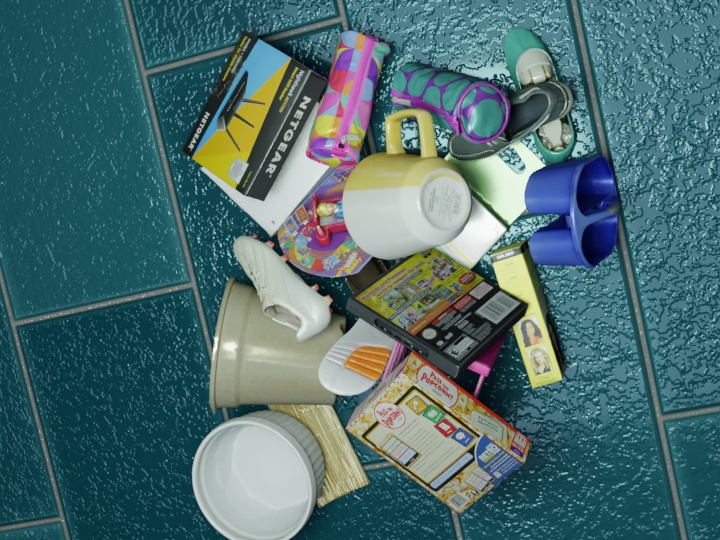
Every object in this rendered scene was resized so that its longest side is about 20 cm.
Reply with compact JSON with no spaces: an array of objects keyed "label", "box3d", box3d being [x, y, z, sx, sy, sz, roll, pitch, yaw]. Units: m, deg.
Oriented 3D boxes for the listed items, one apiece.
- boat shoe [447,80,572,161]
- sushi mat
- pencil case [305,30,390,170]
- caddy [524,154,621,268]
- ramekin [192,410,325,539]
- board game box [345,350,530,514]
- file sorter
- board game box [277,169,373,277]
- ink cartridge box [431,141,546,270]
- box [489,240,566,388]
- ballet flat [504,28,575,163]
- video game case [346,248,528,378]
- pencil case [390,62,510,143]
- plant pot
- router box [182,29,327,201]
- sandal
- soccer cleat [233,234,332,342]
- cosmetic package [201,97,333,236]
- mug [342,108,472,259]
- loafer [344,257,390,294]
[{"label":"boat shoe","box3d":[0.194,-0.204,1.559,0.199,0.062,0.074,-22,90,34]},{"label":"sushi mat","box3d":[-0.068,0.262,1.769,0.095,0.012,0.202,-26,91,17]},{"label":"pencil case","box3d":[-0.017,-0.240,1.614,0.087,0.088,0.202,10,75,12]},{"label":"caddy","box3d":[0.301,-0.081,1.544,0.104,0.200,0.143,-2,103,29]},{"label":"ramekin","box3d":[-0.148,0.311,1.739,0.198,0.105,0.203,4,101,18]},{"label":"board game box","box3d":[0.101,0.218,1.500,0.199,0.046,0.152,38,130,-6]},{"label":"file sorter","box3d":[0.112,0.138,1.614,0.138,0.200,0.127,23,106,8]},{"label":"board game box","box3d":[-0.027,-0.083,1.629,0.157,0.039,0.200,30,68,32]},{"label":"ink cartridge box","box3d":[0.164,-0.110,1.644,0.145,0.048,0.200,44,107,5]},{"label":"box","box3d":[0.244,0.061,1.636,0.050,0.075,0.202,-18,95,17]},{"label":"ballet flat","box3d":[0.257,-0.249,1.588,0.067,0.070,0.202,-19,93,2]},{"label":"video game case","box3d":[0.108,0.050,1.550,0.180,0.200,0.026,31,128,21]},{"label":"pencil case","box3d":[0.119,-0.232,1.562,0.092,0.200,0.086,-22,115,-21]},{"label":"plant pot","box3d":[-0.116,0.121,1.684,0.181,0.201,0.203,7,100,0]},{"label":"router box","box3d":[-0.154,-0.223,1.633,0.149,0.051,0.201,34,100,31]},{"label":"sandal","box3d":[0.007,0.117,1.605,0.079,0.207,0.059,32,135,8]},{"label":"soccer cleat","box3d":[-0.124,0.022,1.613,0.077,0.070,0.200,-39,62,-23]},{"label":"cosmetic package","box3d":[-0.120,-0.176,1.699,0.151,0.052,0.200,44,105,6]},{"label":"mug","box3d":[0.065,-0.106,1.530,0.149,0.153,0.188,-39,108,-23]},{"label":"loafer","box3d":[0.000,0.000,1.685,0.073,0.071,0.201,-33,89,15]}]
